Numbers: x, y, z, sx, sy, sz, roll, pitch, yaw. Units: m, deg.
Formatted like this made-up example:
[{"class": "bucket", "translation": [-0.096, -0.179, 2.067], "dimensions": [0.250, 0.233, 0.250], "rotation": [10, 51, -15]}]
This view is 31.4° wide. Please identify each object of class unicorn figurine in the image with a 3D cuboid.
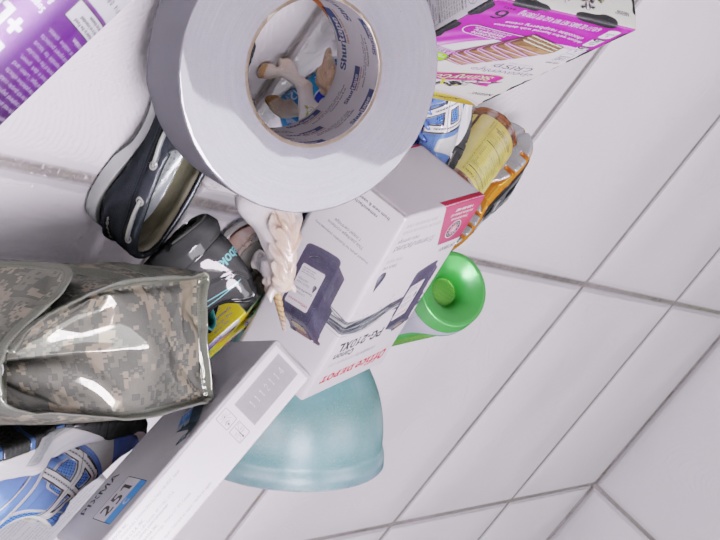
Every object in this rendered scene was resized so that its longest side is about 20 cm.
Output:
[{"class": "unicorn figurine", "translation": [-0.065, -0.073, 1.008], "dimensions": [0.200, 0.137, 0.074], "rotation": [-53, 155, 15]}]

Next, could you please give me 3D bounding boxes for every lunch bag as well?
[{"class": "lunch bag", "translation": [-0.228, 0.051, 0.884], "dimensions": [0.200, 0.164, 0.118], "rotation": [-7, 96, -55]}]

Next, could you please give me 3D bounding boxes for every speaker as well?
[{"class": "speaker", "translation": [0.041, 0.033, 1.289], "dimensions": [0.088, 0.088, 0.200], "rotation": [-31, -174, -29]}]

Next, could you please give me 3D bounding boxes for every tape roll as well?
[{"class": "tape roll", "translation": [-0.046, -0.145, 0.904], "dimensions": [0.200, 0.066, 0.200], "rotation": [-10, 110, -28]}]

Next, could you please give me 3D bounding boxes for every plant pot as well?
[{"class": "plant pot", "translation": [-0.069, 0.116, 1.252], "dimensions": [0.200, 0.200, 0.134], "rotation": [-10, 111, -52]}]

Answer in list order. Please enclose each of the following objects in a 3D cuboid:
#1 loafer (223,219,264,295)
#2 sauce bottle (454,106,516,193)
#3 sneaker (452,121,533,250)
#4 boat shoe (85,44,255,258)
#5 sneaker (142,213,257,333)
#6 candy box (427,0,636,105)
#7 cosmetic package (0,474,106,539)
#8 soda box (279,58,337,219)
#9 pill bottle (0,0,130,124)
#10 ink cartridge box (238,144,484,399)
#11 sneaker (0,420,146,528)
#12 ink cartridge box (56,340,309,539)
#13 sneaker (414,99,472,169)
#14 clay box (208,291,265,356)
[{"class": "loafer", "translation": [-0.063, 0.002, 1.209], "dimensions": [0.072, 0.063, 0.200], "rotation": [-50, 155, 6]}, {"class": "sauce bottle", "translation": [0.086, -0.082, 1.249], "dimensions": [0.200, 0.066, 0.066], "rotation": [-51, 162, -37]}, {"class": "sneaker", "translation": [0.106, -0.069, 1.359], "dimensions": [0.200, 0.078, 0.077], "rotation": [-40, 164, -10]}, {"class": "boat shoe", "translation": [-0.129, -0.099, 0.960], "dimensions": [0.076, 0.060, 0.200], "rotation": [-2, 131, -57]}, {"class": "sneaker", "translation": [-0.167, 0.040, 1.025], "dimensions": [0.200, 0.079, 0.075], "rotation": [-37, -165, 29]}, {"class": "candy box", "translation": [0.096, -0.192, 1.003], "dimensions": [0.136, 0.061, 0.200], "rotation": [4, 168, -31]}, {"class": "cosmetic package", "translation": [-0.308, 0.173, 1.070], "dimensions": [0.101, 0.071, 0.200], "rotation": [-46, 155, -2]}, {"class": "soda box", "translation": [-0.018, -0.091, 1.141], "dimensions": [0.068, 0.064, 0.200], "rotation": [-38, 155, -17]}, {"class": "pill bottle", "translation": [-0.228, -0.129, 0.701], "dimensions": [0.200, 0.111, 0.111], "rotation": [-45, 155, -4]}, {"class": "ink cartridge box", "translation": [0.000, 0.000, 1.114], "dimensions": [0.145, 0.084, 0.200], "rotation": [-19, 144, -56]}, {"class": "sneaker", "translation": [-0.239, 0.147, 0.969], "dimensions": [0.200, 0.076, 0.077], "rotation": [-12, 108, -57]}, {"class": "ink cartridge box", "translation": [-0.148, 0.140, 0.975], "dimensions": [0.200, 0.045, 0.176], "rotation": [-49, -162, -23]}, {"class": "sneaker", "translation": [0.063, -0.156, 1.170], "dimensions": [0.077, 0.076, 0.200], "rotation": [7, 110, -50]}, {"class": "clay box", "translation": [-0.169, 0.075, 1.132], "dimensions": [0.200, 0.048, 0.115], "rotation": [-42, 178, -12]}]
